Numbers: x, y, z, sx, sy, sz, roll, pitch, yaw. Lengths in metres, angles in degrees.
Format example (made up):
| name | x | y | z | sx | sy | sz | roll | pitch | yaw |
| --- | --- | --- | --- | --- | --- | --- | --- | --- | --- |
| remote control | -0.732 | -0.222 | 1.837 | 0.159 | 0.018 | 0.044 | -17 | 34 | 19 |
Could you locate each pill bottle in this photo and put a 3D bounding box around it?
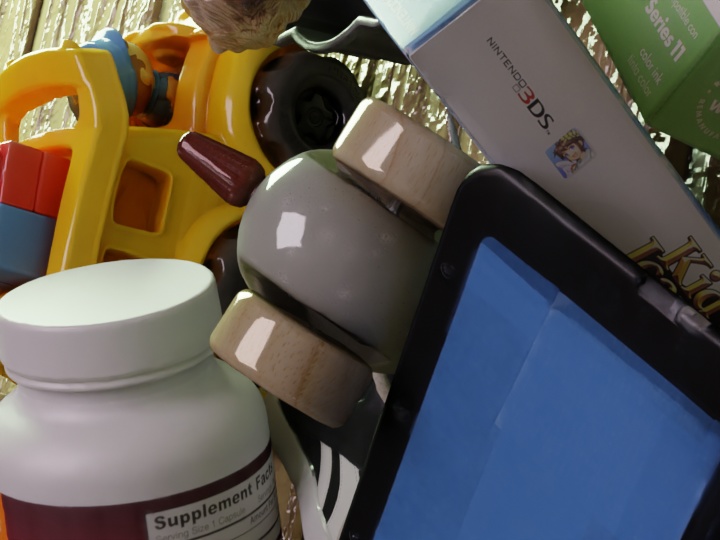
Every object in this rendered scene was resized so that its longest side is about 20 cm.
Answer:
| name | x | y | z | sx | sy | sz | roll | pitch | yaw |
| --- | --- | --- | --- | --- | --- | --- | --- | --- | --- |
| pill bottle | -0.086 | 0.103 | 0.902 | 0.113 | 0.112 | 0.202 | 19 | 120 | 56 |

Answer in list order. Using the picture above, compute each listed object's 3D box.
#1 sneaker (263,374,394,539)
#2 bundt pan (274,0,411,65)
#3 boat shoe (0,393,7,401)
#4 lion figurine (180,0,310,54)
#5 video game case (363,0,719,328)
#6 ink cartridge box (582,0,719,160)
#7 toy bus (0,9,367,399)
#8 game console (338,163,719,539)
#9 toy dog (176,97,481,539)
| name | x | y | z | sx | sy | sz | roll | pitch | yaw |
| --- | --- | --- | --- | --- | --- | --- | --- | --- | --- |
| sneaker | 0.026 | 0.059 | 0.867 | 0.112 | 0.073 | 0.200 | -61 | 33 | 17 |
| bundt pan | 0.033 | -0.176 | 0.971 | 0.201 | 0.075 | 0.203 | -29 | 52 | 45 |
| boat shoe | -0.137 | 0.152 | 1.007 | 0.059 | 0.072 | 0.201 | -36 | 78 | 52 |
| lion figurine | -0.008 | -0.183 | 0.905 | 0.200 | 0.072 | 0.123 | -40 | 51 | 32 |
| video game case | 0.057 | -0.051 | 0.750 | 0.045 | 0.181 | 0.200 | -39 | 28 | 5 |
| ink cartridge box | 0.177 | -0.116 | 0.699 | 0.200 | 0.117 | 0.068 | -51 | 36 | 27 |
| toy bus | -0.111 | -0.036 | 1.008 | 0.135 | 0.191 | 0.202 | -12 | 63 | 54 |
| game console | 0.047 | 0.108 | 0.637 | 0.176 | 0.115 | 0.201 | -74 | 0 | -50 |
| toy dog | 0.000 | 0.000 | 0.759 | 0.096 | 0.200 | 0.132 | 37 | 73 | 23 |
